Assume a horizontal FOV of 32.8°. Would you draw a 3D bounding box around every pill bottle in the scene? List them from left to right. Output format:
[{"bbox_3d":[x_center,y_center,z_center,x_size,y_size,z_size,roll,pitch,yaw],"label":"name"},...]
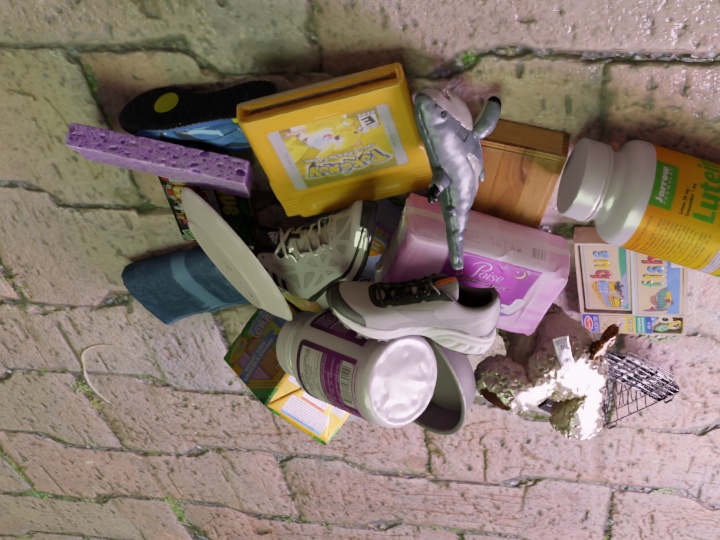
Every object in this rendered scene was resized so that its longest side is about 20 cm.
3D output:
[{"bbox_3d":[-0.011,0.107,1.435,0.112,0.113,0.199,39,166,-36],"label":"pill bottle"},{"bbox_3d":[0.311,-0.070,1.269,0.198,0.112,0.111,16,148,-8],"label":"pill bottle"}]

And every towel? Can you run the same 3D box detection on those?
[{"bbox_3d":[-0.218,0.015,1.630,0.198,0.049,0.112,-12,140,33],"label":"towel"}]

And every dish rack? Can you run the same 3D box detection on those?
[{"bbox_3d":[0.327,0.153,1.666,0.152,0.055,0.200,26,143,-23],"label":"dish rack"}]

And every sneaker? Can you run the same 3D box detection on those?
[{"bbox_3d":[-0.167,-0.156,1.332,0.198,0.066,0.079,-1,144,19],"label":"sneaker"},{"bbox_3d":[-0.059,-0.025,1.375,0.114,0.076,0.201,17,147,-13],"label":"sneaker"},{"bbox_3d":[0.059,0.033,1.329,0.198,0.074,0.080,8,127,-13],"label":"sneaker"}]

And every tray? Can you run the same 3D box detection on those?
[{"bbox_3d":[0.160,-0.087,1.364,0.098,0.037,0.201,11,147,0],"label":"tray"}]

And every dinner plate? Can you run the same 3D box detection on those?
[{"bbox_3d":[-0.152,-0.013,1.435,0.200,0.024,0.200,46,169,12],"label":"dinner plate"}]

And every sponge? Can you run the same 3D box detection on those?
[{"bbox_3d":[-0.218,-0.122,1.354,0.198,0.030,0.112,12,176,-2],"label":"sponge"}]

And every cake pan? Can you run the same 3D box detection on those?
[{"bbox_3d":[0.065,0.107,1.476,0.200,0.037,0.201,38,149,28],"label":"cake pan"}]

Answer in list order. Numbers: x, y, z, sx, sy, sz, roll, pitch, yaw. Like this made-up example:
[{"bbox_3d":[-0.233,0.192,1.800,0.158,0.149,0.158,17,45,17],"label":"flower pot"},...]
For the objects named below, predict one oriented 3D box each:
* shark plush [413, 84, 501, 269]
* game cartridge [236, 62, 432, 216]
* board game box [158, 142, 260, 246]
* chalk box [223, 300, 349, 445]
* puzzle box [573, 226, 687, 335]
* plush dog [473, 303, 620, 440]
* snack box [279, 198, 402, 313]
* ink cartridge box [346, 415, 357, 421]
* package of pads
[{"bbox_3d":[0.081,-0.099,1.262,0.090,0.083,0.202,18,124,21],"label":"shark plush"},{"bbox_3d":[-0.020,-0.130,1.299,0.175,0.033,0.200,-13,148,8],"label":"game cartridge"},{"bbox_3d":[-0.186,-0.097,1.472,0.104,0.024,0.201,3,147,10],"label":"board game box"},{"bbox_3d":[-0.091,0.119,1.640,0.124,0.124,0.200,36,180,-32],"label":"chalk box"},{"bbox_3d":[0.328,0.015,1.477,0.132,0.026,0.201,2,147,16],"label":"puzzle box"},{"bbox_3d":[0.228,0.091,1.506,0.199,0.172,0.161,23,109,-33],"label":"plush dog"},{"bbox_3d":[0.000,0.000,1.519,0.199,0.068,0.168,-23,134,39],"label":"snack box"},{"bbox_3d":[0.011,0.132,1.674,0.199,0.117,0.067,-21,137,41],"label":"ink cartridge box"},{"bbox_3d":[0.125,-0.005,1.381,0.198,0.076,0.121,15,137,-11],"label":"package of pads"}]
